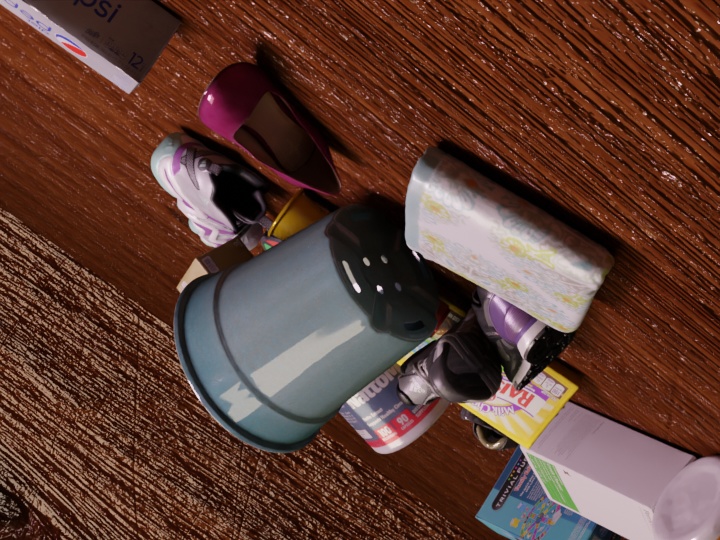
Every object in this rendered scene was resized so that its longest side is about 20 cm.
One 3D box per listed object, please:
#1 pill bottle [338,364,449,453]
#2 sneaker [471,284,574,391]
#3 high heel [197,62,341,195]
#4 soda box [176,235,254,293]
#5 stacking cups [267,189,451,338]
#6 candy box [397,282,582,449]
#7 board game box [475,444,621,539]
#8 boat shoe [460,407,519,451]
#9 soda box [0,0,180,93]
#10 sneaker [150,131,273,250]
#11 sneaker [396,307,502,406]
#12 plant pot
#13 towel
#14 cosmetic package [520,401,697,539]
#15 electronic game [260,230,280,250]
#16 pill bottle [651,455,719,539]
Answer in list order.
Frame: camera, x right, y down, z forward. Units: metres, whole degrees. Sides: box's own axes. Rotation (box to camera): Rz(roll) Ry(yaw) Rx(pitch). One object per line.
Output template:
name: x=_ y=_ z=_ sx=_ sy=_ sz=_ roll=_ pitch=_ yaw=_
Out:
pill bottle: x=-0.002 y=0.095 z=1.798 sx=0.200 sy=0.120 sz=0.120 roll=47 pitch=166 yaw=-13
sneaker: x=0.147 y=0.046 z=1.518 sx=0.088 sy=0.076 sz=0.200 roll=45 pitch=169 yaw=15
high heel: x=-0.069 y=-0.117 z=1.369 sx=0.096 sy=0.067 sz=0.200 roll=40 pitch=-174 yaw=15
soda box: x=-0.106 y=0.067 z=1.729 sx=0.200 sy=0.064 sz=0.068 roll=53 pitch=142 yaw=10
stacking cups: x=0.000 y=0.000 z=1.666 sx=0.200 sy=0.061 sz=0.061 roll=38 pitch=169 yaw=0
candy box: x=0.123 y=0.098 z=1.713 sx=0.200 sy=0.102 sz=0.026 roll=33 pitch=-147 yaw=-1
board game box: x=0.247 y=0.270 z=1.957 sx=0.047 sy=0.151 sz=0.200 roll=38 pitch=168 yaw=-29
boat shoe: x=0.174 y=0.196 z=2.067 sx=0.073 sy=0.065 sz=0.200 roll=22 pitch=166 yaw=38
soda box: x=-0.254 y=-0.236 z=1.367 sx=0.200 sy=0.068 sz=0.063 roll=35 pitch=168 yaw=-11
sneaker: x=-0.131 y=-0.062 z=1.762 sx=0.140 sy=0.078 sz=0.200 roll=25 pitch=167 yaw=37
sneaker: x=0.079 y=0.108 z=1.599 sx=0.075 sy=0.115 sz=0.200 roll=54 pitch=-158 yaw=-1
plant pot: x=-0.041 y=0.046 z=1.568 sx=0.196 sy=0.200 sz=0.200 roll=-33 pitch=122 yaw=32
towel: x=0.118 y=-0.022 z=1.322 sx=0.171 sy=0.048 sz=0.200 roll=28 pitch=169 yaw=8
cosmetic package: x=0.287 y=0.230 z=1.798 sx=0.200 sy=0.085 sz=0.108 roll=23 pitch=151 yaw=49
electronic game: x=-0.031 y=0.013 z=1.904 sx=0.200 sy=0.042 sz=0.200 roll=32 pitch=170 yaw=7
pill bottle: x=0.406 y=0.287 z=1.668 sx=0.200 sy=0.116 sz=0.116 roll=37 pitch=169 yaw=-19
